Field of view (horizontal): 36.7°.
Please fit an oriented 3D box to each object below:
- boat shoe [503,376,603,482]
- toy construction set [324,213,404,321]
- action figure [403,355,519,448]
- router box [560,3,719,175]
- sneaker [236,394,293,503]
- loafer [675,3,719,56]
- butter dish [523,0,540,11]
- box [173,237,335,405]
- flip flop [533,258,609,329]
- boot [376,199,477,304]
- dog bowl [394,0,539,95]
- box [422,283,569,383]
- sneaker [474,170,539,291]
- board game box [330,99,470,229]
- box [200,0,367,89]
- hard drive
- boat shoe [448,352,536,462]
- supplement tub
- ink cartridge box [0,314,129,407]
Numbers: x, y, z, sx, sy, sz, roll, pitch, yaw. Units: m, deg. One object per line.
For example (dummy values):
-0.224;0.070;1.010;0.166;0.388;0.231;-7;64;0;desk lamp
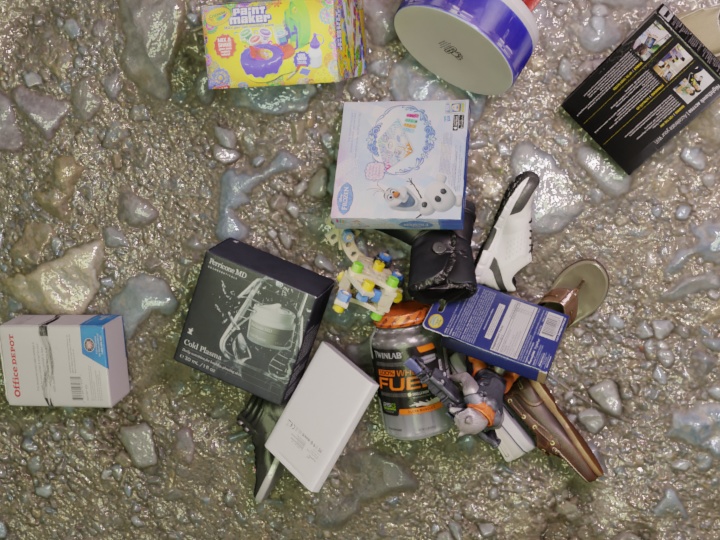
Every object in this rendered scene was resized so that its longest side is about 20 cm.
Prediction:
0.305;0.256;1.722;0.070;0.070;0.201;-37;84;11;boat shoe
0.000;0.000;1.687;0.130;0.201;0.092;14;128;-26;toy construction set
0.170;0.160;1.635;0.199;0.194;0.104;38;136;-17;action figure
0.408;-0.256;1.556;0.149;0.051;0.200;45;128;0;router box
-0.169;0.290;1.845;0.098;0.071;0.202;20;101;10;sneaker
0.497;-0.341;1.536;0.198;0.068;0.076;-22;97;17;loafer
0.186;-0.459;1.541;0.200;0.148;0.200;40;109;1;butter dish
-0.172;0.080;1.767;0.198;0.124;0.198;22;105;8;box
0.302;0.061;1.682;0.199;0.058;0.081;-37;93;18;flip flop
0.081;-0.036;1.645;0.198;0.170;0.077;6;144;1;boot
0.149;-0.342;1.545;0.199;0.200;0.079;31;77;5;dog bowl
0.203;0.085;1.637;0.198;0.122;0.033;21;140;13;box
0.238;-0.058;1.668;0.079;0.074;0.202;22;115;3;sneaker
0.063;-0.161;1.641;0.197;0.043;0.202;2;68;12;board game box
-0.108;-0.342;1.614;0.198;0.193;0.123;-1;103;14;box
-0.065;0.234;1.744;0.132;0.026;0.201;36;100;39;hard drive
0.196;0.223;1.743;0.070;0.071;0.200;-37;98;17;boat shoe
0.081;0.156;1.723;0.121;0.123;0.202;-8;101;15;supplement tub
-0.513;0.155;1.883;0.198;0.084;0.146;0;102;12;ink cartridge box
